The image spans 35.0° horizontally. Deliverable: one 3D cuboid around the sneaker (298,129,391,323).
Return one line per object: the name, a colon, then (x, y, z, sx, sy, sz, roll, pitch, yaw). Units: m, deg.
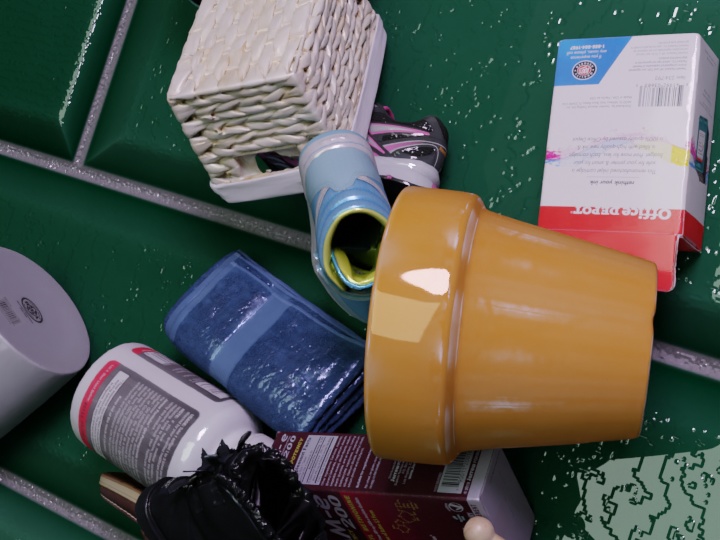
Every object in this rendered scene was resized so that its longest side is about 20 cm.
sneaker: (0.000, 0.000, 0.925, 0.079, 0.200, 0.131, -17, 42, 2)

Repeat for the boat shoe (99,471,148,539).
boat shoe: (-0.170, 0.249, 1.054, 0.200, 0.072, 0.072, 23, 91, 24)

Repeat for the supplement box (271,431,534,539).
supplement box: (0.027, 0.187, 0.926, 0.200, 0.109, 0.061, -3, 44, 30)

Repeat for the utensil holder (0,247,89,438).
utensil holder: (-0.399, 0.095, 1.157, 0.200, 0.170, 0.170, -37, 65, 15)

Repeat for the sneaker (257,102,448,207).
sneaker: (-0.004, -0.111, 1.040, 0.200, 0.080, 0.086, 14, 69, 28)

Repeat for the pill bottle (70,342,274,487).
pill bottle: (-0.159, 0.153, 1.041, 0.200, 0.111, 0.111, 26, 93, 31)

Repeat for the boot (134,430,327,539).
boot: (-0.083, 0.225, 0.911, 0.162, 0.073, 0.198, -27, 102, 45)

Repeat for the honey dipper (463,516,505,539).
honey dipper: (0.160, 0.242, 0.836, 0.200, 0.038, 0.038, 32, 97, 1)

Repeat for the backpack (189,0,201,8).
backpack: (-0.077, -0.338, 1.057, 0.200, 0.176, 0.153, 7, 53, 19)

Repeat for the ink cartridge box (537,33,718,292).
ink cartridge box: (0.211, -0.080, 0.906, 0.116, 0.067, 0.200, 4, 82, 31)

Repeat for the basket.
basket: (-0.069, -0.176, 0.991, 0.135, 0.123, 0.200, -7, 50, 21)

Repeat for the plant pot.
plant pot: (0.113, 0.047, 0.821, 0.183, 0.200, 0.200, 6, 83, 12)

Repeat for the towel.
towel: (-0.083, 0.068, 1.030, 0.200, 0.049, 0.112, 35, 70, 29)
